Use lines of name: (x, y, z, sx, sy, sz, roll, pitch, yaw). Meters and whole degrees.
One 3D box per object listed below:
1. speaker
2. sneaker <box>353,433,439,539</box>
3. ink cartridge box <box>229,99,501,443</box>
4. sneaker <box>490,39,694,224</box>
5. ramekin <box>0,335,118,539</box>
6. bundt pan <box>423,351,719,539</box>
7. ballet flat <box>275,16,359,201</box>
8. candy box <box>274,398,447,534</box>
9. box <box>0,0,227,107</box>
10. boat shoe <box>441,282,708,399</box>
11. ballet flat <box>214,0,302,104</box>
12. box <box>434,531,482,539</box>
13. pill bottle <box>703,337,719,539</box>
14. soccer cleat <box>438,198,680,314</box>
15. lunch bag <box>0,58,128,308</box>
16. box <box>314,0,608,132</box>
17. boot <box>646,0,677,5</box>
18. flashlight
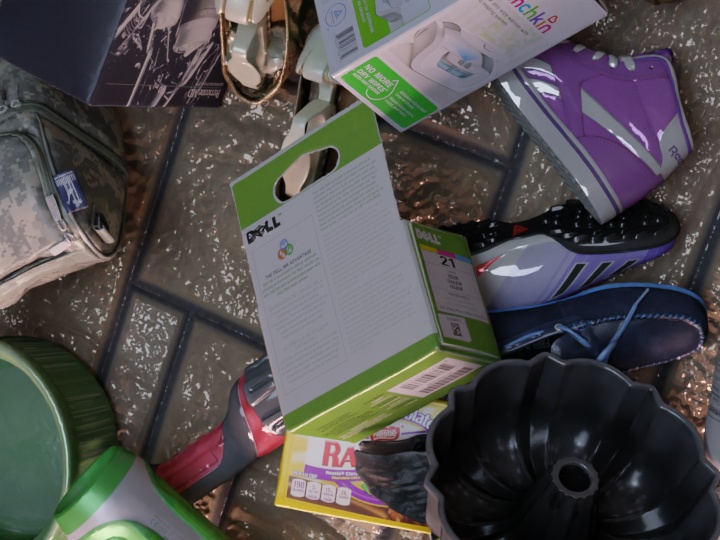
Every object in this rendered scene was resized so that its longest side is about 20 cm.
speaker: (-0.136, 0.225, 1.481, 0.200, 0.089, 0.088, 43, 111, -10)
sneaker: (0.103, 0.146, 1.380, 0.199, 0.060, 0.105, -16, 101, 12)
ink cartridge box: (0.000, 0.000, 1.375, 0.148, 0.076, 0.201, -30, 62, 32)
sneaker: (0.158, -0.139, 1.376, 0.114, 0.073, 0.201, -37, 72, 2)
ramekin: (-0.293, 0.146, 1.576, 0.199, 0.098, 0.201, 2, 94, 24)
bundt pan: (0.132, 0.156, 1.279, 0.202, 0.202, 0.076, 38, 143, 18)
ballet flat: (-0.028, -0.122, 1.449, 0.068, 0.072, 0.201, 19, 101, 23)
candy box: (0.041, 0.141, 1.431, 0.199, 0.026, 0.103, 9, 96, 5)
box: (-0.156, -0.222, 1.432, 0.104, 0.200, 0.183, 29, 105, 19)
boat shoe: (0.148, 0.064, 1.368, 0.199, 0.069, 0.084, -14, 126, 19)
ballet flat: (-0.076, -0.191, 1.408, 0.070, 0.200, 0.065, 12, 58, 13)
box: (0.087, 0.258, 1.383, 0.122, 0.048, 0.200, -25, 117, 24)
pill bottle: (0.290, 0.094, 1.296, 0.114, 0.114, 0.201, 12, 99, 23)
soccer cleat: (0.135, -0.003, 1.396, 0.199, 0.068, 0.073, -10, 118, 17)
lunch bag: (-0.279, -0.048, 1.504, 0.199, 0.139, 0.168, -25, 54, 21)
box: (0.055, -0.232, 1.348, 0.176, 0.097, 0.201, -29, 53, 22)
boot: (0.306, -0.219, 1.295, 0.200, 0.066, 0.176, 31, 106, 18)
flashlight: (-0.120, 0.138, 1.514, 0.200, 0.068, 0.068, -34, 64, 23)
